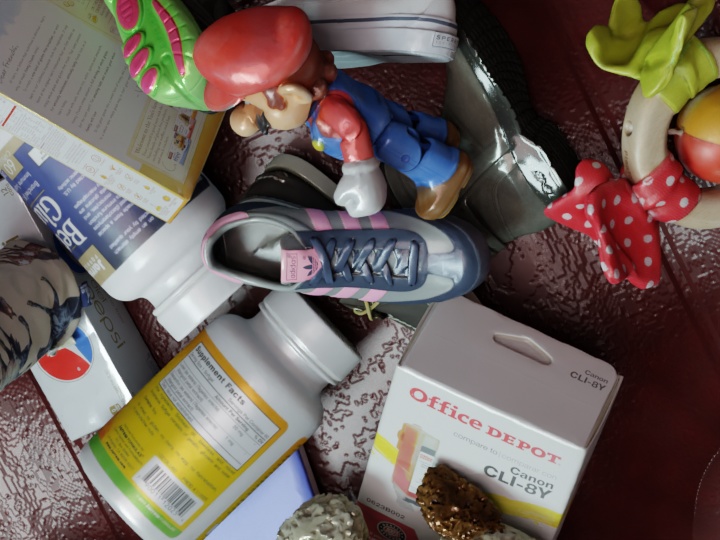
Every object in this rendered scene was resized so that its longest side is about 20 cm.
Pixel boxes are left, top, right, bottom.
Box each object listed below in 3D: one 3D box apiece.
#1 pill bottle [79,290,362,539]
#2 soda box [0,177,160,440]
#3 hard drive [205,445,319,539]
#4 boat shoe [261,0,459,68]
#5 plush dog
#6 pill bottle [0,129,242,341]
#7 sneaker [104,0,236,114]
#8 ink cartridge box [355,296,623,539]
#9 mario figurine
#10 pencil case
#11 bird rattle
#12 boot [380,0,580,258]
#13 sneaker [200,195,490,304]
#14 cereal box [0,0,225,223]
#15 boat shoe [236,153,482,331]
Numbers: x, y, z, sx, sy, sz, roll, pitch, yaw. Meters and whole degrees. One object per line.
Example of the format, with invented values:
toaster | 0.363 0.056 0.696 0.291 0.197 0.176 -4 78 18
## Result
pill bottle | -0.098 0.104 1.483 0.200 0.111 0.111 -44 92 1
soda box | -0.230 0.022 1.542 0.068 0.064 0.201 -25 97 22
hard drive | -0.081 0.224 1.560 0.131 0.025 0.201 -18 92 15
boat shoe | -0.010 -0.178 1.403 0.199 0.073 0.067 6 87 37
plush dog | 0.055 0.235 1.391 0.171 0.161 0.200 -33 113 9
pill bottle | -0.169 -0.049 1.476 0.111 0.111 0.200 -41 92 22
sneaker | -0.134 -0.189 1.416 0.076 0.084 0.201 -25 59 22
ink cartridge box | 0.084 0.132 1.436 0.145 0.084 0.201 24 136 9
mario figurine | -0.030 -0.097 1.342 0.199 0.123 0.106 29 78 -27
pencil case | -0.266 0.055 1.420 0.078 0.200 0.090 -30 101 33
bird rattle | 0.220 -0.085 1.351 0.162 0.113 0.201 3 96 -19
boot | 0.061 -0.095 1.426 0.130 0.068 0.201 -28 96 27
sneaker | -0.014 -0.006 1.378 0.199 0.082 0.071 4 106 20
cereal box | -0.190 -0.139 1.411 0.199 0.144 0.040 30 140 -13
boat shoe | 0.000 0.000 1.458 0.201 0.061 0.072 36 150 7
